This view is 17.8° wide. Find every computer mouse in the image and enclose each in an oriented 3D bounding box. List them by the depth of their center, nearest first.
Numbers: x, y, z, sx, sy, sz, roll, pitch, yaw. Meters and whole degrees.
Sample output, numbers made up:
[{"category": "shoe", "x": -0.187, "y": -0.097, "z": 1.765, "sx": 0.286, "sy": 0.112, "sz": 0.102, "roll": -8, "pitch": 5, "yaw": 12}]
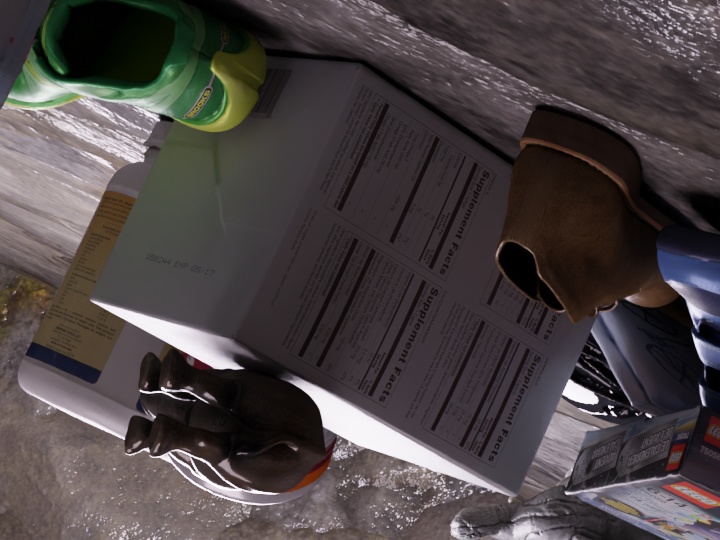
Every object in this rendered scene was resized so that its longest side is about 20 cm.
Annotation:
[{"category": "computer mouse", "x": 0.147, "y": 0.065, "z": 1.384, "sx": 0.138, "sy": 0.053, "sz": 0.200, "roll": 30, "pitch": -175, "yaw": -13}]

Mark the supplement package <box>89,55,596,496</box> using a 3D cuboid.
[{"category": "supplement package", "x": 0.000, "y": 0.000, "z": 1.201, "sx": 0.200, "sy": 0.151, "sz": 0.152, "roll": 31, "pitch": 169, "yaw": -33}]

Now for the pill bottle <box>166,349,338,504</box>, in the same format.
[{"category": "pill bottle", "x": -0.050, "y": 0.033, "z": 1.380, "sx": 0.109, "sy": 0.200, "sz": 0.110, "roll": 11, "pitch": -146, "yaw": -8}]

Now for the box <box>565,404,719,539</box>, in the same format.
[{"category": "box", "x": 0.219, "y": 0.130, "z": 1.150, "sx": 0.199, "sy": 0.040, "sz": 0.137, "roll": 25, "pitch": 163, "yaw": -12}]

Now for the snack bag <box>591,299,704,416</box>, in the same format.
[{"category": "snack bag", "x": 0.206, "y": 0.076, "z": 1.269, "sx": 0.200, "sy": 0.021, "sz": 0.189, "roll": 31, "pitch": -166, "yaw": -20}]

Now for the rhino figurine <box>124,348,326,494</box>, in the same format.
[{"category": "rhino figurine", "x": -0.071, "y": 0.077, "z": 1.149, "sx": 0.087, "sy": 0.060, "sz": 0.200, "roll": 16, "pitch": 175, "yaw": -12}]

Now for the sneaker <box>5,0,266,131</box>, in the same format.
[{"category": "sneaker", "x": -0.140, "y": -0.120, "z": 1.160, "sx": 0.199, "sy": 0.074, "sz": 0.084, "roll": 9, "pitch": 167, "yaw": 33}]

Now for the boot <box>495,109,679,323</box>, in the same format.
[{"category": "boot", "x": 0.107, "y": -0.008, "z": 1.096, "sx": 0.073, "sy": 0.076, "sz": 0.200, "roll": 20, "pitch": 172, "yaw": 26}]

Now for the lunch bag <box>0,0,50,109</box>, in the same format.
[{"category": "lunch bag", "x": -0.215, "y": -0.128, "z": 0.954, "sx": 0.169, "sy": 0.127, "sz": 0.200, "roll": 26, "pitch": -166, "yaw": -13}]

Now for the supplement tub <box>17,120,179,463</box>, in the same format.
[{"category": "supplement tub", "x": -0.124, "y": 0.016, "z": 1.526, "sx": 0.144, "sy": 0.201, "sz": 0.144, "roll": 25, "pitch": 173, "yaw": 3}]

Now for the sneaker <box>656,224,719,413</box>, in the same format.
[{"category": "sneaker", "x": 0.198, "y": 0.041, "z": 1.100, "sx": 0.074, "sy": 0.082, "sz": 0.200, "roll": 20, "pitch": 169, "yaw": 44}]

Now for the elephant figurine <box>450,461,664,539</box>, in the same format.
[{"category": "elephant figurine", "x": 0.211, "y": 0.246, "z": 2.220, "sx": 0.142, "sy": 0.155, "sz": 0.200, "roll": 46, "pitch": -168, "yaw": 26}]
